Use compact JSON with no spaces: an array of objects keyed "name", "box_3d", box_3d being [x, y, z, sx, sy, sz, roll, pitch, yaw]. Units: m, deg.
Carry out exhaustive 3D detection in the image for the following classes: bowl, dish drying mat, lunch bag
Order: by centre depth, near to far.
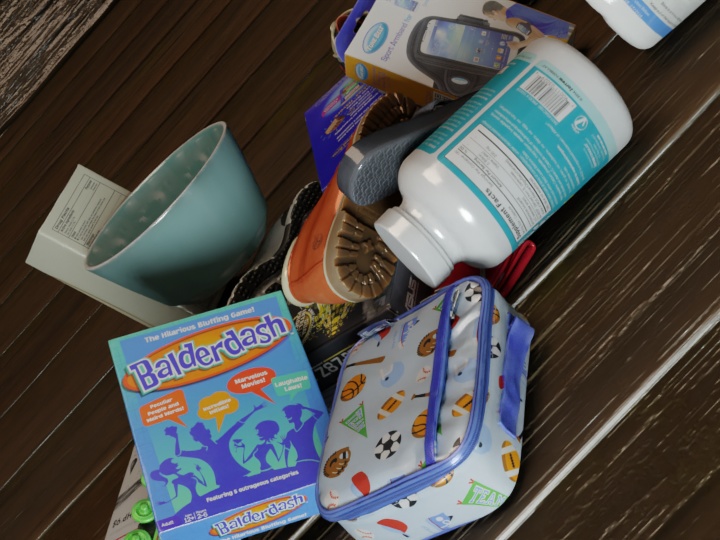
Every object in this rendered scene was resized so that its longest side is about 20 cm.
[{"name":"lunch bag","box_3d":[0.051,0.097,1.034,0.160,0.076,0.200,-31,31,32]},{"name":"dish drying mat","box_3d":[0.067,0.003,1.207,0.077,0.018,0.200,-58,25,-15]},{"name":"bowl","box_3d":[-0.170,-0.041,1.435,0.201,0.105,0.201,-39,19,16]}]

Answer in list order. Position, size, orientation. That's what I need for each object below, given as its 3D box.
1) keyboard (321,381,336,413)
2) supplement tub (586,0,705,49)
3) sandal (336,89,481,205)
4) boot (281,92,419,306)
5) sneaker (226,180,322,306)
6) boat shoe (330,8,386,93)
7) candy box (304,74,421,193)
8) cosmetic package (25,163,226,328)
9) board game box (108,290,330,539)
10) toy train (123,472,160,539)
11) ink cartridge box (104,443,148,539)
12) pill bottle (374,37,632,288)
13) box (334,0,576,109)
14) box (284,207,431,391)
[{"name":"keyboard","box_3d":[-0.007,0.093,1.216,0.200,0.011,0.056,-28,32,40]},{"name":"supplement tub","box_3d":[0.261,-0.289,1.156,0.200,0.132,0.132,-41,25,19]},{"name":"sandal","box_3d":[0.059,-0.111,1.167,0.043,0.200,0.076,43,136,33]},{"name":"boot","box_3d":[-0.008,-0.059,1.208,0.107,0.075,0.200,-21,42,53]},{"name":"sneaker","box_3d":[-0.077,0.007,1.412,0.200,0.074,0.080,-58,10,-27]},{"name":"boat shoe","box_3d":[0.001,-0.228,1.420,0.071,0.063,0.200,-46,23,6]},{"name":"candy box","box_3d":[0.033,-0.150,1.420,0.169,0.077,0.200,-41,24,15]},{"name":"cosmetic package","box_3d":[-0.240,-0.014,1.531,0.073,0.200,0.104,-51,12,53]},{"name":"board game box","box_3d":[-0.105,0.117,1.138,0.152,0.045,0.200,-17,47,-9]},{"name":"toy train","box_3d":[-0.144,0.161,1.162,0.056,0.042,0.200,2,47,8]},{"name":"ink cartridge box","box_3d":[-0.155,0.205,1.229,0.116,0.067,0.200,-31,33,37]},{"name":"pill bottle","box_3d":[0.106,-0.078,1.113,0.200,0.111,0.111,-42,23,-6]},{"name":"box","box_3d":[0.079,-0.202,1.290,0.041,0.200,0.119,92,-156,-64]},{"name":"box","box_3d":[0.000,0.000,1.255,0.161,0.049,0.200,-29,36,38]}]
